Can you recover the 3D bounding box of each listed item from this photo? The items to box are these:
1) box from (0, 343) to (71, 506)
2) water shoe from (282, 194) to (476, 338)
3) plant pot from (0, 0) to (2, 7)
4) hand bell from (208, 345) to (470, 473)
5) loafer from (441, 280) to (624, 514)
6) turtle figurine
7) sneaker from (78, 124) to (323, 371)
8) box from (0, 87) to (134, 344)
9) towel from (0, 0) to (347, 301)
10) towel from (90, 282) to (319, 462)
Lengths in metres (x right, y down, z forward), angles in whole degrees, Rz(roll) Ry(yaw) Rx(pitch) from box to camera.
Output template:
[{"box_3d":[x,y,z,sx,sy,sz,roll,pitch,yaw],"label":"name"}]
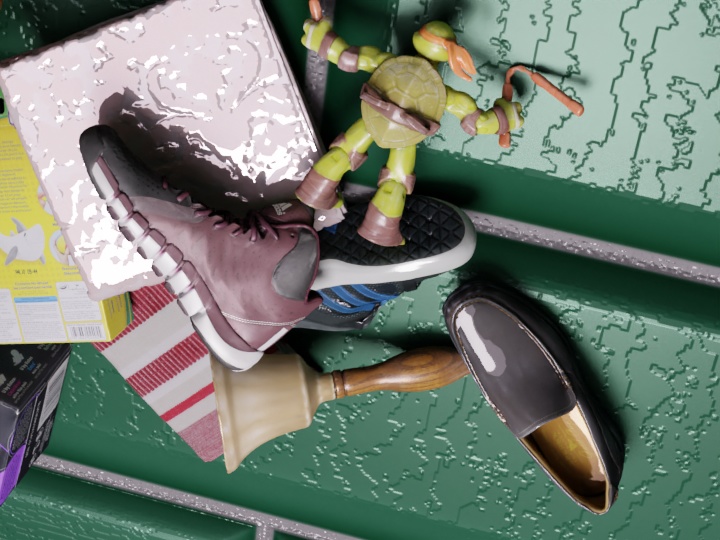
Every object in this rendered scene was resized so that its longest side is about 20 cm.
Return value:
[{"box_3d":[-0.355,0.092,1.188,0.200,0.106,0.122,23,122,3],"label":"box"},{"box_3d":[0.000,0.000,1.064,0.200,0.072,0.079,-10,139,26],"label":"water shoe"},{"box_3d":[-0.335,-0.200,0.968,0.200,0.200,0.140,-14,131,23],"label":"plant pot"},{"box_3d":[-0.009,0.083,1.091,0.200,0.104,0.104,-9,120,-6],"label":"hand bell"},{"box_3d":[0.131,0.092,1.060,0.073,0.072,0.200,-37,107,16],"label":"loafer"},{"box_3d":[0.034,-0.098,0.966,0.200,0.064,0.162,25,109,-3],"label":"turtle figurine"},{"box_3d":[-0.096,-0.038,0.998,0.115,0.076,0.200,-33,109,3],"label":"sneaker"},{"box_3d":[-0.249,-0.045,1.098,0.117,0.048,0.200,-2,112,19],"label":"box"},{"box_3d":[-0.133,-0.091,1.026,0.200,0.032,0.191,-18,110,8],"label":"towel"},{"box_3d":[-0.141,0.052,1.154,0.144,0.023,0.200,-34,105,32],"label":"towel"}]
